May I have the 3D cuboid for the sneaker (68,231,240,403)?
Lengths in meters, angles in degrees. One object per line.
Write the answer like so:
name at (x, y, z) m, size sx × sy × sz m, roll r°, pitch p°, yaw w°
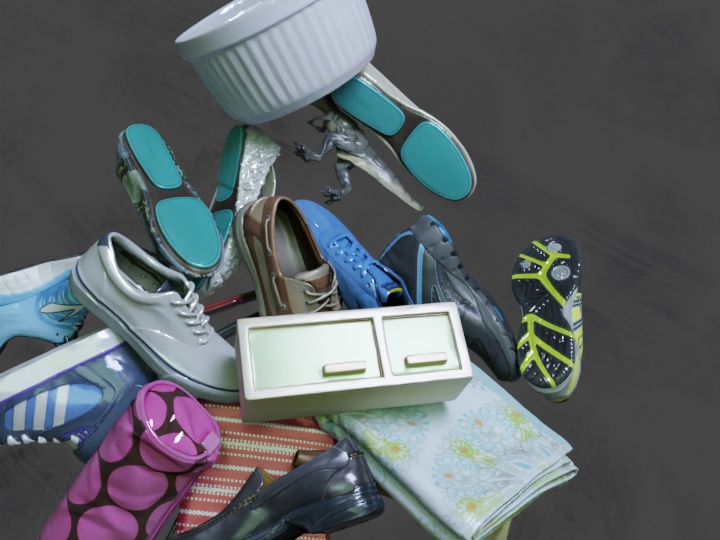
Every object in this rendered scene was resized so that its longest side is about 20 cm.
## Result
sneaker at (-0.172, 0.045, 0.716) m, size 0.200 × 0.071 × 0.073 m, roll 38°, pitch 33°, yaw -11°

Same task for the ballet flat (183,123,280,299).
ballet flat at (-0.125, -0.059, 0.823) m, size 0.072 × 0.072 × 0.200 m, roll 15°, pitch 75°, yaw -6°

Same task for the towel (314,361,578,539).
towel at (0.082, 0.155, 0.739) m, size 0.171 × 0.048 × 0.200 m, roll -18°, pitch 42°, yaw -40°

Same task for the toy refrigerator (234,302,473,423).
toy refrigerator at (-0.008, 0.080, 0.703) m, size 0.200 × 0.070 × 0.076 m, roll -3°, pitch 62°, yaw -13°

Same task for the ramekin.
ramekin at (-0.079, -0.235, 0.810) m, size 0.200 × 0.200 × 0.105 m, roll -36°, pitch 117°, yaw -17°

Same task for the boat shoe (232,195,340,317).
boat shoe at (-0.058, 0.020, 0.762) m, size 0.076 × 0.072 × 0.200 m, roll -30°, pitch 95°, yaw -40°

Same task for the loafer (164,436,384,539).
loafer at (-0.081, 0.209, 0.695) m, size 0.200 × 0.073 × 0.072 m, roll -18°, pitch 68°, yaw 1°

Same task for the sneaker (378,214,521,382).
sneaker at (0.099, 0.041, 0.843) m, size 0.082 × 0.073 × 0.200 m, roll -35°, pitch 86°, yaw 11°

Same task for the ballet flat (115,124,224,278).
ballet flat at (-0.195, -0.058, 0.791) m, size 0.074 × 0.074 × 0.200 m, roll -21°, pitch 61°, yaw -14°

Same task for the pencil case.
pencil case at (-0.199, 0.196, 0.679) m, size 0.094 × 0.091 × 0.200 m, roll 39°, pitch 108°, yaw 11°

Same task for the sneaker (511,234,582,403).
sneaker at (0.204, 0.049, 0.854) m, size 0.075 × 0.076 × 0.200 m, roll -1°, pitch 55°, yaw 24°

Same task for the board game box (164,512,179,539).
board game box at (-0.115, 0.261, 0.756) m, size 0.135 × 0.028 × 0.200 m, roll 28°, pitch 73°, yaw -2°

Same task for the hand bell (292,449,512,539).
hand bell at (0.033, 0.205, 0.743) m, size 0.200 × 0.104 × 0.104 m, roll 20°, pitch 73°, yaw -13°

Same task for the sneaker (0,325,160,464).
sneaker at (-0.275, 0.151, 0.723) m, size 0.200 × 0.081 × 0.147 m, roll -27°, pitch 98°, yaw -12°

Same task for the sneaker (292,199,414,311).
sneaker at (0.000, 0.000, 0.800) m, size 0.066 × 0.078 × 0.200 m, roll -35°, pitch 87°, yaw -34°

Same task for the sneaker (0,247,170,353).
sneaker at (-0.285, 0.030, 0.777) m, size 0.200 × 0.078 × 0.090 m, roll -16°, pitch 98°, yaw -10°

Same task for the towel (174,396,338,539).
towel at (-0.096, 0.206, 0.747) m, size 0.144 × 0.022 × 0.200 m, roll 8°, pitch 73°, yaw -6°

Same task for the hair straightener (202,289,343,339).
hair straightener at (-0.101, 0.056, 0.814) m, size 0.200 × 0.041 × 0.077 m, roll -20°, pitch 85°, yaw -19°

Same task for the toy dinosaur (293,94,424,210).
toy dinosaur at (-0.019, -0.127, 0.869) m, size 0.088 × 0.047 × 0.200 m, roll -38°, pitch 88°, yaw -23°

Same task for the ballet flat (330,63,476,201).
ballet flat at (0.053, -0.159, 0.875) m, size 0.200 × 0.069 × 0.069 m, roll 42°, pitch 72°, yaw -10°
